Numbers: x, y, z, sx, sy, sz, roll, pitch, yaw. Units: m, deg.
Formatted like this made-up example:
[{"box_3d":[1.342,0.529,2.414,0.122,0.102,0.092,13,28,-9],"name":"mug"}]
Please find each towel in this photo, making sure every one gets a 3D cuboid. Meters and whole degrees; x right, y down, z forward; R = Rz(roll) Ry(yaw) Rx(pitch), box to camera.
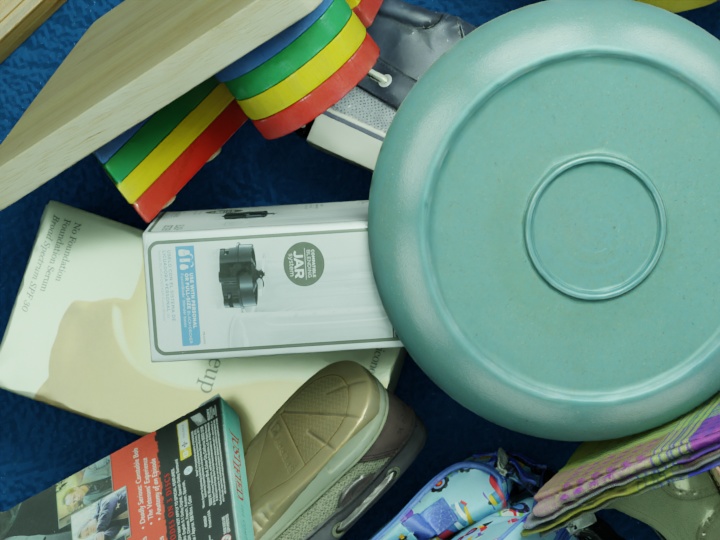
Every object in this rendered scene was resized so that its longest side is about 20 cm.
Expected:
[{"box_3d":[0.175,0.066,1.025,0.199,0.143,0.023,-24,92,25],"name":"towel"}]

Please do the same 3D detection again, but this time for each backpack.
[{"box_3d":[0.046,0.180,1.074,0.182,0.200,0.135,-42,85,7],"name":"backpack"}]

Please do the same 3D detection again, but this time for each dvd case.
[{"box_3d":[-0.138,0.159,1.067,0.199,0.022,0.147,-28,41,14],"name":"dvd case"}]

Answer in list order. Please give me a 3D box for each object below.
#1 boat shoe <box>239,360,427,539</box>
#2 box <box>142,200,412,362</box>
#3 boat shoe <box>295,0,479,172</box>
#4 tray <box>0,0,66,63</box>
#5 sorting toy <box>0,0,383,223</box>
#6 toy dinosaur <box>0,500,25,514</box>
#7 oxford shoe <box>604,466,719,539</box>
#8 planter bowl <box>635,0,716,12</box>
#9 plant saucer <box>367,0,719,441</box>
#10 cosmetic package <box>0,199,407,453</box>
[{"box_3d":[-0.046,0.130,1.093,0.065,0.072,0.200,34,107,-31],"name":"boat shoe"},{"box_3d":[0.000,0.000,1.066,0.198,0.117,0.061,-4,97,-1],"name":"box"},{"box_3d":[0.067,-0.074,1.162,0.199,0.075,0.093,24,90,3],"name":"boat shoe"},{"box_3d":[-0.170,-0.207,1.205,0.200,0.037,0.099,-43,85,0],"name":"tray"},{"box_3d":[-0.067,-0.105,1.093,0.199,0.199,0.070,-29,109,25],"name":"sorting toy"},{"box_3d":[-0.124,0.191,1.150,0.199,0.088,0.048,37,130,5],"name":"toy dinosaur"},{"box_3d":[0.141,0.085,1.149,0.074,0.071,0.201,-36,85,3],"name":"oxford shoe"},{"box_3d":[0.148,-0.190,1.142,0.199,0.201,0.084,13,130,4],"name":"planter bowl"},{"box_3d":[0.103,-0.020,0.995,0.198,0.027,0.202,-1,97,-4],"name":"plant saucer"},{"box_3d":[-0.080,0.044,1.162,0.198,0.071,0.106,17,86,4],"name":"cosmetic package"}]
